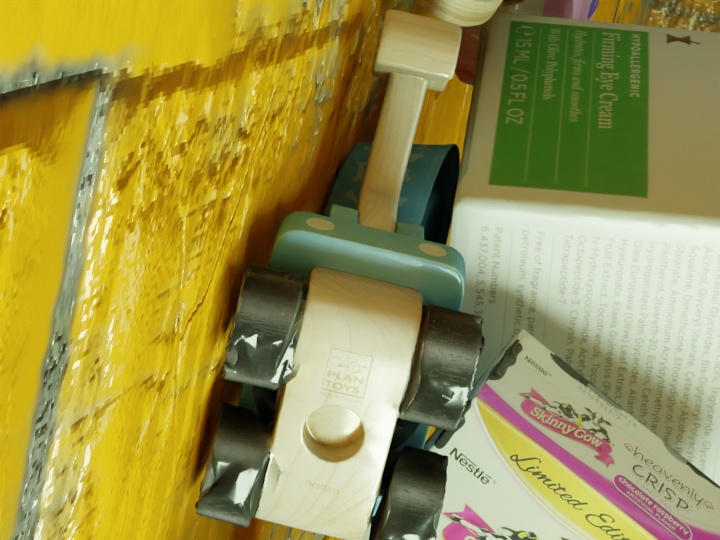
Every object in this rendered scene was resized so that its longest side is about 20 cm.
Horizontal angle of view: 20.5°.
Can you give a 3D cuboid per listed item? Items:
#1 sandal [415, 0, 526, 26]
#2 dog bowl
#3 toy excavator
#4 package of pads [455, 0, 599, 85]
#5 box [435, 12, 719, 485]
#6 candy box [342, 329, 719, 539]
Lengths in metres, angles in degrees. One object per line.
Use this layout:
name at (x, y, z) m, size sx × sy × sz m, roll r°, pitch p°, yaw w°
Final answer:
sandal at (0.063, -0.166, 1.038) m, size 0.070 × 0.078 × 0.212 m, roll -57°, pitch 177°, yaw 38°
dog bowl at (-0.003, 0.027, 0.964) m, size 0.112 × 0.049 × 0.200 m, roll 80°, pitch 26°, yaw -69°
toy excavator at (0.000, 0.000, 0.864) m, size 0.200 × 0.100 × 0.195 m, roll -85°, pitch -172°, yaw -68°
package of pads at (0.114, -0.198, 1.200) m, size 0.200 × 0.076 × 0.121 m, roll -60°, pitch 165°, yaw -56°
box at (0.131, 0.004, 1.004) m, size 0.199 × 0.171 × 0.200 m, roll -77°, pitch 172°, yaw -56°
candy box at (0.067, 0.140, 0.917) m, size 0.200 × 0.136 × 0.061 m, roll -54°, pitch 177°, yaw 39°
